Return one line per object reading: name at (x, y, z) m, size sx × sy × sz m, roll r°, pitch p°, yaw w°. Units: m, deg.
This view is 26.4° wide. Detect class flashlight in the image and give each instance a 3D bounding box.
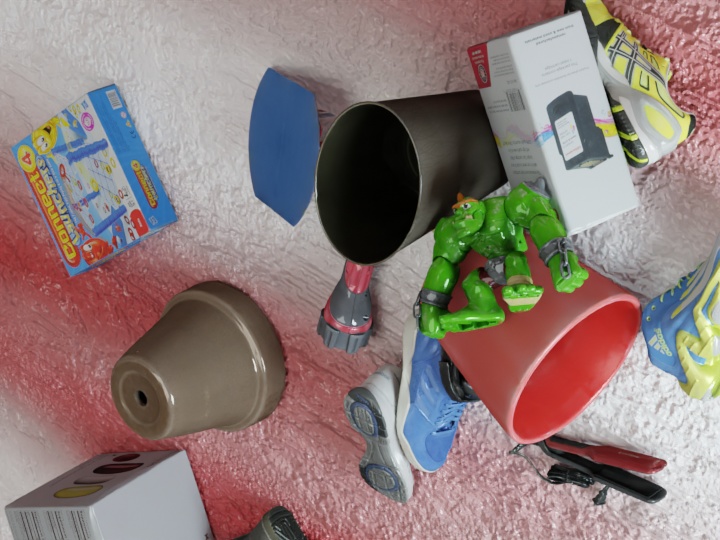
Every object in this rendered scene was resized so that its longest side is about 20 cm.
flashlight at (0.000, 0.000, 1.806) m, size 0.067 × 0.068 × 0.202 m, roll 34°, pitch 127°, yaw 26°

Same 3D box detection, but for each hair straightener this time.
hair straightener at (0.251, 0.230, 1.708) m, size 0.198 × 0.041 × 0.078 m, roll 8°, pitch 112°, yaw 37°

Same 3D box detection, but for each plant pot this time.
plant pot at (-0.223, 0.136, 1.976) m, size 0.198 × 0.174 × 0.203 m, roll 16°, pitch 118°, yaw 33°
plant pot at (0.168, 0.053, 1.618) m, size 0.177 × 0.199 × 0.202 m, roll 42°, pitch 130°, yaw 29°

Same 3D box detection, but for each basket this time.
basket at (0.068, -0.115, 1.610) m, size 0.136 × 0.199 × 0.182 m, roll 38°, pitch 129°, yaw 25°

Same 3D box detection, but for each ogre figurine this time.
ogre figurine at (0.129, -0.013, 1.506) m, size 0.200 × 0.097 × 0.122 m, roll 140°, pitch 130°, yaw -57°

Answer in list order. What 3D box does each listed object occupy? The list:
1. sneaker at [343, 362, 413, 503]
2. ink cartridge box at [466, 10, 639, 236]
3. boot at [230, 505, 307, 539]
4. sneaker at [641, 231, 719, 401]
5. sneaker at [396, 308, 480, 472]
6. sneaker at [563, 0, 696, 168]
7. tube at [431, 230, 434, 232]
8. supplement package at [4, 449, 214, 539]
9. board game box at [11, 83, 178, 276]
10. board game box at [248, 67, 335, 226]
sneaker at (0.041, 0.200, 1.852) m, size 0.074 × 0.087 × 0.202 m, roll 19°, pitch 137°, yaw 31°
ink cartridge box at (0.191, -0.145, 1.537) m, size 0.146 × 0.082 × 0.203 m, roll -165°, pitch 56°, yaw -76°
boot at (-0.132, 0.432, 2.088) m, size 0.200 × 0.072 × 0.183 m, roll -42°, pitch 65°, yaw 35°
sneaker at (0.331, 0.032, 1.539) m, size 0.104 × 0.075 × 0.203 m, roll 24°, pitch 122°, yaw 31°
sneaker at (0.105, 0.150, 1.772) m, size 0.110 × 0.076 × 0.203 m, roll 16°, pitch 111°, yaw 45°
sneaker at (0.261, -0.198, 1.517) m, size 0.076 × 0.076 × 0.202 m, roll 90°, pitch 158°, yaw -73°
tube at (0.052, -0.091, 1.731) m, size 0.199 × 0.058 × 0.052 m, roll 33°, pitch 122°, yaw 24°
supplement package at (-0.353, 0.358, 2.159) m, size 0.198 × 0.190 × 0.149 m, roll -8°, pitch 103°, yaw 40°
board game box at (-0.361, -0.118, 2.066) m, size 0.195 × 0.056 × 0.202 m, roll -25°, pitch 91°, yaw 42°
board game box at (-0.076, -0.146, 1.812) m, size 0.200 × 0.038 × 0.160 m, roll 37°, pitch 124°, yaw 57°
